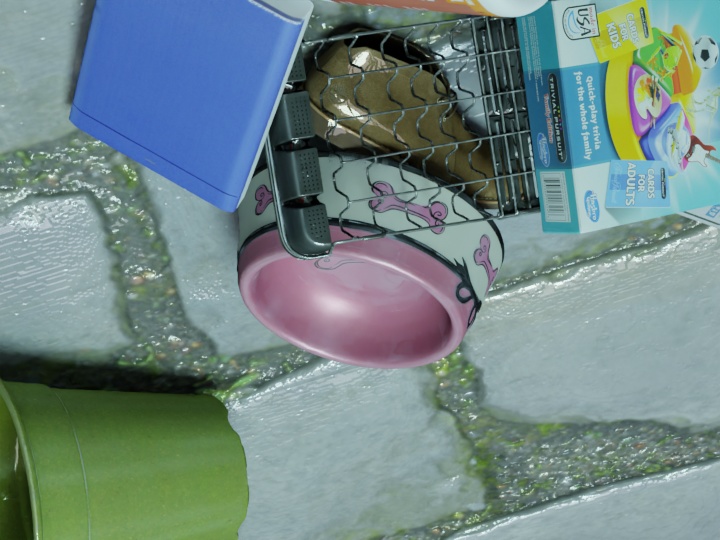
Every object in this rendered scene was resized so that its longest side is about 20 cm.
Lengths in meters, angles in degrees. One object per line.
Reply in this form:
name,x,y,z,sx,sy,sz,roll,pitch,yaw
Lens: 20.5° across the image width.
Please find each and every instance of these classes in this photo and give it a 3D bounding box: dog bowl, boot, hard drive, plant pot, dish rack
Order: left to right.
plant pot,-0.195,0.168,1.557,0.189,0.201,0.201,-6,138,-27
hard drive,-0.114,-0.132,1.285,0.131,0.025,0.200,29,143,3
dog bowl,0.000,0.000,1.433,0.199,0.074,0.200,11,151,6
dish rack,0.037,-0.095,1.325,0.199,0.055,0.154,-9,94,-11
boot,0.051,-0.104,1.402,0.199,0.074,0.076,23,116,-30

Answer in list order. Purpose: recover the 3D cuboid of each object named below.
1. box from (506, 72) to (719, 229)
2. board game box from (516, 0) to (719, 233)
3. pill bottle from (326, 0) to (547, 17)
box,0.212,-0.112,1.435,0.199,0.060,0.117,19,128,-29
board game box,0.206,-0.116,1.335,0.199,0.047,0.152,-12,98,-29
pill bottle,0.019,-0.212,1.185,0.199,0.113,0.112,10,151,37
